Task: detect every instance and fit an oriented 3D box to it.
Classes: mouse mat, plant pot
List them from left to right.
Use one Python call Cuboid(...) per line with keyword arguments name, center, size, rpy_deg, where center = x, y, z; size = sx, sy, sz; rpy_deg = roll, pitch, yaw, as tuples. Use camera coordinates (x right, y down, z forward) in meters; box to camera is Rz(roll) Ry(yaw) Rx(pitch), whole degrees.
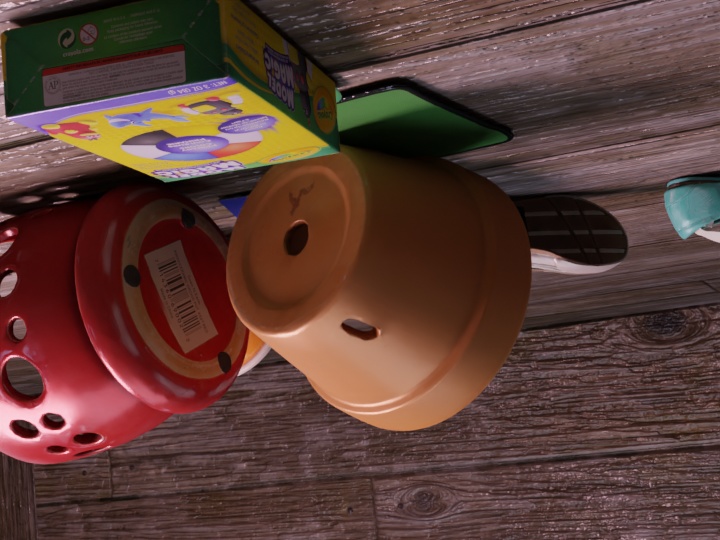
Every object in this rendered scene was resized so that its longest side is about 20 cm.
Cuboid(name="plant pot", center=(-0.197, 0.036, 0.910), size=(0.181, 0.202, 0.200), rpy_deg=(-18, 168, 29))
Cuboid(name="plant pot", center=(0.000, 0.000, 0.820), size=(0.199, 0.202, 0.140), rpy_deg=(-13, 154, 41))
Cuboid(name="mouse mat", center=(0.002, -0.092, 0.809), size=(0.160, 0.008, 0.200), rpy_deg=(-10, 173, 28))

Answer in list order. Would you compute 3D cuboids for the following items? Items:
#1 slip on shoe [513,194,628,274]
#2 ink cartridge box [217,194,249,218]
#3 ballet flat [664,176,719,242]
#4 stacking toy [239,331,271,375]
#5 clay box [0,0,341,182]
Cuboid(name="slip on shoe", center=(0.162, -0.029, 1.134), size=(0.198, 0.077, 0.061), rpy_deg=(0, 163, -17))
Cuboid(name="ink cartridge box", center=(0.004, -0.018, 1.020), size=(0.196, 0.047, 0.200), rpy_deg=(-5, 162, 22))
Cuboid(name="ballet flat", center=(0.392, -0.060, 1.123), size=(0.198, 0.071, 0.067), rpy_deg=(-6, 172, -3))
Cuboid(name="stacking toy", center=(-0.175, 0.011, 1.130), size=(0.145, 0.147, 0.200), rpy_deg=(-9, 152, 25))
Cuboid(name="clay box", center=(-0.085, -0.088, 0.616), size=(0.114, 0.048, 0.200), rpy_deg=(-8, 171, 15))
